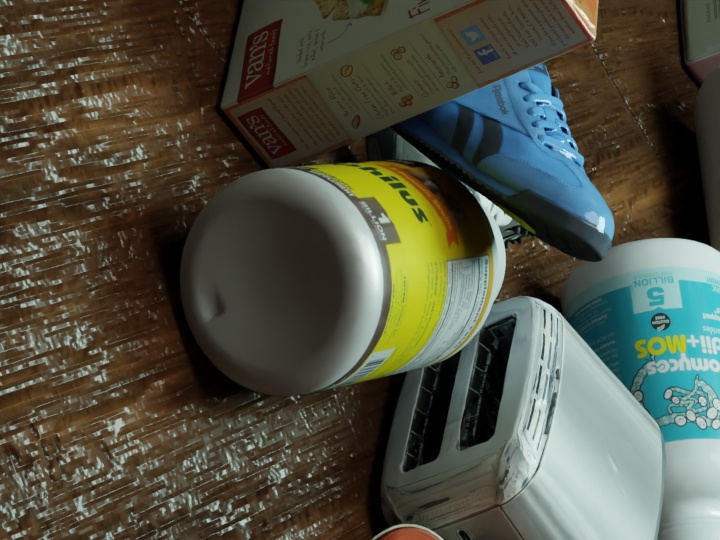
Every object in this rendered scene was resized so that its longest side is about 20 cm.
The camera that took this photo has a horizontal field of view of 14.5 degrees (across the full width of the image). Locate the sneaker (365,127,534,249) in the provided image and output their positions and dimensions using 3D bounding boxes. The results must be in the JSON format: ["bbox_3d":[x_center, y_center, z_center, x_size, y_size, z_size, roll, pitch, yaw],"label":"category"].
[{"bbox_3d":[0.061,-0.058,1.637,0.200,0.066,0.091,-1,75,-61],"label":"sneaker"}]

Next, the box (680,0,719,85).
[{"bbox_3d":[0.348,-0.163,2.201,0.200,0.127,0.110,44,36,-41],"label":"box"}]

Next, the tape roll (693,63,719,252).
[{"bbox_3d":[0.346,-0.068,2.046,0.202,0.202,0.140,37,41,-47],"label":"tape roll"}]

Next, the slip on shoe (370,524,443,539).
[{"bbox_3d":[0.014,0.186,1.355,0.074,0.061,0.200,30,35,-2],"label":"slip on shoe"}]

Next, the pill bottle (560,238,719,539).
[{"bbox_3d":[0.187,0.090,1.724,0.111,0.110,0.201,32,44,-51],"label":"pill bottle"}]

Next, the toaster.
[{"bbox_3d":[0.089,0.106,1.520,0.129,0.113,0.201,51,35,-29],"label":"toaster"}]

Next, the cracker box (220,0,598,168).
[{"bbox_3d":[0.029,-0.145,1.483,0.058,0.199,0.135,49,32,-33],"label":"cracker box"}]

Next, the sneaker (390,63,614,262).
[{"bbox_3d":[0.079,-0.073,1.459,0.066,0.079,0.200,40,1,-37],"label":"sneaker"}]

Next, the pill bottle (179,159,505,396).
[{"bbox_3d":[0.000,0.000,1.428,0.200,0.109,0.110,-9,79,-64],"label":"pill bottle"}]
